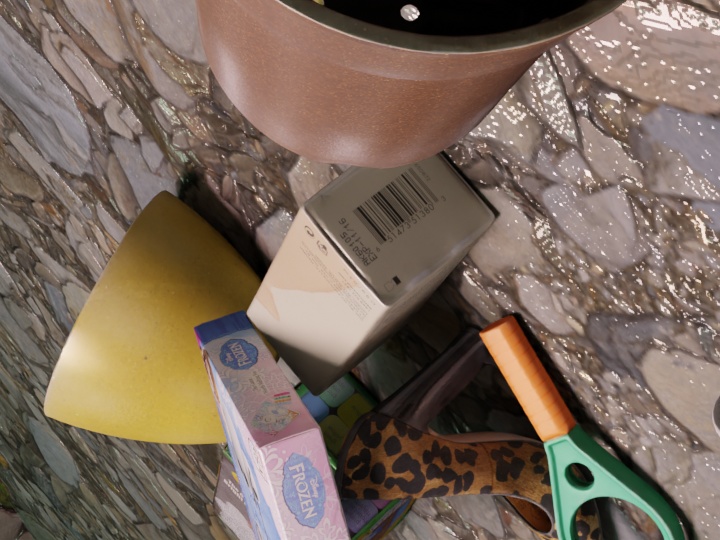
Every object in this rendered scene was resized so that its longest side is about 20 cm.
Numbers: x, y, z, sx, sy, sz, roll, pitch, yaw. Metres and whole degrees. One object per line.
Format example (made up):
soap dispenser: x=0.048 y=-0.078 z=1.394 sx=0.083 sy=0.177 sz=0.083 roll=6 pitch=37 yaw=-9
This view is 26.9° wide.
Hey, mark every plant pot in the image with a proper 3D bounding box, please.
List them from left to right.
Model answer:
plant pot: x=-0.138 y=0.058 z=1.189 sx=0.141 sy=0.201 sz=0.200 roll=28 pitch=155 yaw=1
plant pot: x=0.011 y=-0.142 z=0.593 sx=0.200 sy=0.200 sz=0.198 roll=48 pitch=164 yaw=5

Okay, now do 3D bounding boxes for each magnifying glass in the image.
magnifying glass: x=0.133 y=0.119 z=0.932 sx=0.079 sy=0.022 sz=0.201 roll=-26 pitch=97 yaw=39

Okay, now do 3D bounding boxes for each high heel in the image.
high heel: x=0.071 y=0.156 z=0.972 sx=0.200 sy=0.142 sz=0.071 roll=56 pitch=155 yaw=-14

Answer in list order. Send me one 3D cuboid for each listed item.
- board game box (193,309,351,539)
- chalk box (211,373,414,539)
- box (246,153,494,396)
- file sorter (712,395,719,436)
board game box: x=-0.048 y=0.153 z=0.992 sx=0.199 sy=0.043 sz=0.201 roll=-135 pitch=29 yaw=-64
chalk box: x=-0.030 y=0.165 z=1.204 sx=0.124 sy=0.124 sz=0.200 roll=46 pitch=156 yaw=12
box: x=0.000 y=0.000 z=0.934 sx=0.078 sy=0.095 sz=0.200 roll=49 pitch=156 yaw=6
file sorter: x=0.244 y=0.112 z=0.613 sx=0.139 sy=0.124 sz=0.201 roll=22 pitch=145 yaw=49
